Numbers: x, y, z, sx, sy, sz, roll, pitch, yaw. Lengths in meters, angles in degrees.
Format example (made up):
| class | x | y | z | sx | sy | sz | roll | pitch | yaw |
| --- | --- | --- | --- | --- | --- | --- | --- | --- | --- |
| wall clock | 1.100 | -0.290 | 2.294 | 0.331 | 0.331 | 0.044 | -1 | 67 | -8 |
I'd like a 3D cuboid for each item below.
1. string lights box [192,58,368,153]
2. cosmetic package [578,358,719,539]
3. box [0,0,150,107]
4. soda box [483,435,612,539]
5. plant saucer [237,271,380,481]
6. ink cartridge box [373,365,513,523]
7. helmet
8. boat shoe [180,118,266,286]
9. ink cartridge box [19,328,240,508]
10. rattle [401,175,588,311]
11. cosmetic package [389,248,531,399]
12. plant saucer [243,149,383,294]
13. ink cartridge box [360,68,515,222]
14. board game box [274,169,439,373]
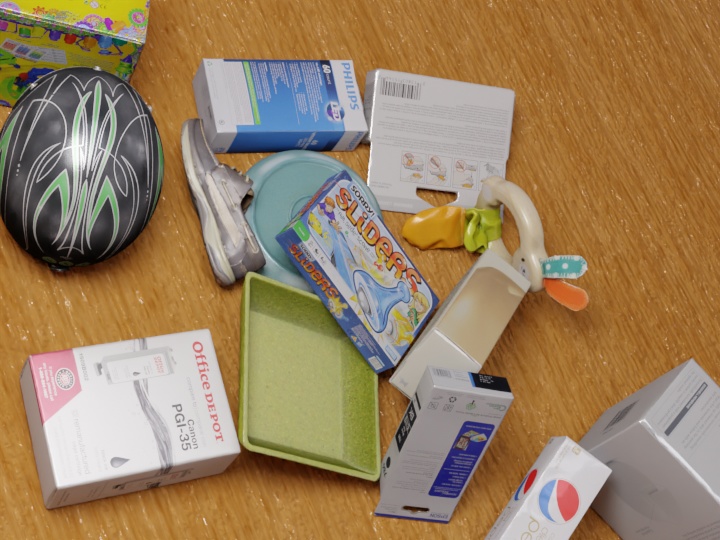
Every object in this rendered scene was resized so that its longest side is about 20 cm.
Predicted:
| class | x | y | z | sx | sy | sz | roll | pitch | yaw |
| --- | --- | --- | --- | --- | --- | --- | --- | --- | --- |
| string lights box | -0.098 | -0.203 | 1.599 | 0.198 | 0.059 | 0.104 | -3 | 68 | -24 |
| cosmetic package | 0.373 | 0.240 | 1.513 | 0.200 | 0.199 | 0.123 | 47 | 58 | 3 |
| box | -0.351 | -0.274 | 1.444 | 0.198 | 0.193 | 0.123 | 11 | 63 | -19 |
| soda box | 0.196 | 0.286 | 1.459 | 0.068 | 0.064 | 0.201 | 36 | 77 | -3 |
| plant saucer | -0.065 | 0.125 | 1.438 | 0.199 | 0.048 | 0.201 | 21 | 57 | -39 |
| ink cartridge box | 0.086 | 0.195 | 1.434 | 0.099 | 0.201 | 0.039 | 10 | 33 | -20 |
| helmet | -0.301 | -0.110 | 1.389 | 0.198 | 0.191 | 0.202 | 9 | 64 | -19 |
| boat shoe | -0.158 | -0.083 | 1.503 | 0.073 | 0.075 | 0.202 | -15 | 82 | -8 |
| ink cartridge box | -0.241 | 0.151 | 1.358 | 0.198 | 0.083 | 0.148 | -8 | 70 | -26 |
| rattle | 0.166 | -0.018 | 1.569 | 0.142 | 0.131 | 0.201 | -2 | 48 | -36 |
| cosmetic package | 0.118 | 0.070 | 1.502 | 0.071 | 0.105 | 0.200 | 38 | 37 | 1 |
| plant saucer | -0.059 | -0.058 | 1.560 | 0.198 | 0.027 | 0.202 | 7 | 69 | -18 |
| ink cartridge box | 0.096 | -0.157 | 1.672 | 0.198 | 0.045 | 0.178 | 6 | 90 | -21 |
| board game box | 0.000 | 0.000 | 1.506 | 0.201 | 0.034 | 0.136 | 53 | 42 | -14 |
